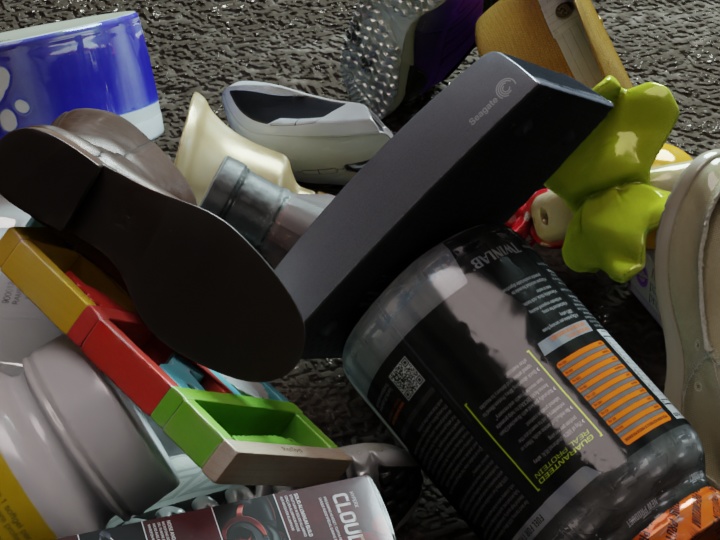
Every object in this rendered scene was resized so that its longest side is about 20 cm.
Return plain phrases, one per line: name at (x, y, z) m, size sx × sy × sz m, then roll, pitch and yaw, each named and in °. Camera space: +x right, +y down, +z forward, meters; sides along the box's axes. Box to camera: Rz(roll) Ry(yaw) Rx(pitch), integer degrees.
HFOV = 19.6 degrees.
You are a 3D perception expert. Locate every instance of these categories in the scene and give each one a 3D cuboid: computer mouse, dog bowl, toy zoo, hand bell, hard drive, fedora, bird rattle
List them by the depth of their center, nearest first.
toy zoo at (-0.103, 0.035, 1.044) m, size 0.200 × 0.020 × 0.131 m, roll 42°, pitch 11°, yaw 22°
hard drive at (0.035, -0.033, 1.097) m, size 0.042 × 0.200 × 0.135 m, roll 50°, pitch 18°, yaw 18°
bird rattle at (0.147, -0.032, 1.222) m, size 0.162 × 0.200 × 0.113 m, roll -7°, pitch 77°, yaw -20°
dog bowl at (-0.225, -0.102, 1.283) m, size 0.199 × 0.079 × 0.200 m, roll -10°, pitch 10°, yaw 2°
hand bell at (-0.020, -0.035, 1.295) m, size 0.199 × 0.104 × 0.104 m, roll 15°, pitch 41°, yaw -4°
computer mouse at (-0.008, -0.074, 1.331) m, size 0.199 × 0.110 × 0.044 m, roll 12°, pitch 66°, yaw 29°
fedora at (0.127, -0.125, 1.339) m, size 0.082 × 0.201 × 0.201 m, roll -26°, pitch 42°, yaw 9°

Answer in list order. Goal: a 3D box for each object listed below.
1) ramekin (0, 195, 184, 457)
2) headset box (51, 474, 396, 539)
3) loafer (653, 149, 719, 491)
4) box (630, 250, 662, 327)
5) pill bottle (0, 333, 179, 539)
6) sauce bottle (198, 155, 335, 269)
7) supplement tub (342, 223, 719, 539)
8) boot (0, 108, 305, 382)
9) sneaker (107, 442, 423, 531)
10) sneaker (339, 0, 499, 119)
ramekin at (-0.169, 0.033, 1.186) m, size 0.199 × 0.098 × 0.201 m, roll 1°, pitch 41°, yaw -1°
headset box at (-0.061, 0.184, 0.976) m, size 0.199 × 0.149 × 0.075 m, roll -10°, pitch 43°, yaw -13°
loafer at (0.203, 0.035, 1.120) m, size 0.068 × 0.201 × 0.076 m, roll 9°, pitch 17°, yaw 42°
box at (0.219, 0.047, 1.211) m, size 0.041 × 0.039 × 0.200 m, roll -13°, pitch 38°, yaw -17°
pill bottle at (-0.197, 0.121, 1.025) m, size 0.200 × 0.114 × 0.114 m, roll -33°, pitch 47°, yaw -3°
sauce bottle at (0.000, 0.000, 1.202) m, size 0.199 × 0.066 × 0.066 m, roll 27°, pitch 42°, yaw -6°
supplement tub at (0.094, 0.083, 1.091) m, size 0.122 × 0.123 × 0.200 m, roll -29°, pitch 68°, yaw -30°
boot at (-0.100, -0.021, 1.096) m, size 0.186 × 0.064 × 0.200 m, roll 40°, pitch 4°, yaw -2°
sneaker at (-0.065, 0.124, 1.109) m, size 0.199 × 0.075 × 0.081 m, roll -13°, pitch 34°, yaw -17°
sneaker at (0.057, -0.189, 1.377) m, size 0.099 × 0.200 × 0.070 m, roll -24°, pitch 68°, yaw -33°
